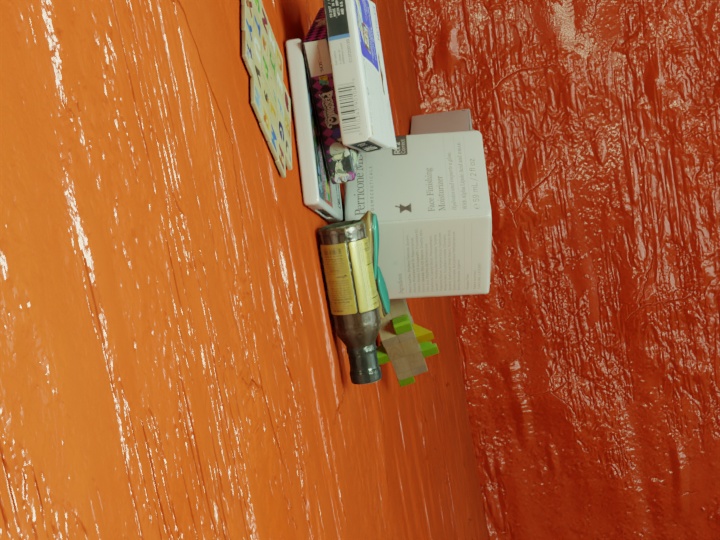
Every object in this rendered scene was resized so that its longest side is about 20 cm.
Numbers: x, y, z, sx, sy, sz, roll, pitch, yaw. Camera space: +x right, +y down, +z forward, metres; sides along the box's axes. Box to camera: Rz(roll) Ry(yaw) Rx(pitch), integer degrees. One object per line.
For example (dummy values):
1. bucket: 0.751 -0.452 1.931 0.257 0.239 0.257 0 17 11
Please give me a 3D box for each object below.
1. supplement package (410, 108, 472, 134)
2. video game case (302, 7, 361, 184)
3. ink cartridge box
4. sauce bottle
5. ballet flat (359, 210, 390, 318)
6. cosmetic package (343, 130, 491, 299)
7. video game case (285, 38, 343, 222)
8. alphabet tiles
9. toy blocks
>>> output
1. supplement package: 0.207 -0.315 3.155 0.201 0.153 0.112 -80 162 -65
2. video game case: -0.031 -0.230 1.616 0.200 0.035 0.184 -78 158 -67
3. ink cartridge box: -0.001 -0.250 1.567 0.200 0.043 0.201 -5 86 -79
4. sauce bottle: -0.009 0.041 1.571 0.065 0.064 0.203 -56 139 -78
5. ballet flat: 0.000 0.000 1.656 0.201 0.062 0.069 81 9 -49
6. cosmetic package: 0.077 -0.075 1.752 0.166 0.197 0.166 85 1 -50
7. video game case: -0.057 -0.170 1.585 0.182 0.023 0.203 31 53 -80
8. alphabet tiles: -0.100 -0.207 1.361 0.201 0.006 0.168 70 14 -58
9. toy blocks: 0.052 0.072 1.928 0.201 0.099 0.138 67 5 -59
